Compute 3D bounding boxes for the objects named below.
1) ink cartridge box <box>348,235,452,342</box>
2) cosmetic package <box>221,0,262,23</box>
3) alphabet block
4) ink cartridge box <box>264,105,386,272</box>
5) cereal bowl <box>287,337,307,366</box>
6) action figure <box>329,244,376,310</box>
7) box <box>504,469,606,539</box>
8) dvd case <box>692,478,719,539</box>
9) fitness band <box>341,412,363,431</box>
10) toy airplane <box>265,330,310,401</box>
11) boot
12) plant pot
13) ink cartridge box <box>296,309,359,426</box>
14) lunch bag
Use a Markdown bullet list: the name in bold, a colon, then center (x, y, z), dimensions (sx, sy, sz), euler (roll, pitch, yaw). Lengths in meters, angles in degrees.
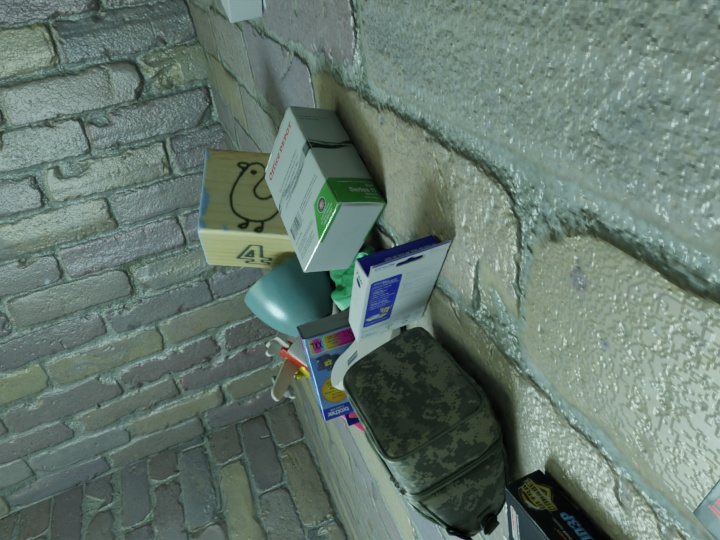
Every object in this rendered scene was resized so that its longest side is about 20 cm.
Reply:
- **ink cartridge box**: center (0.040, 0.017, 0.653), dimensions (0.201, 0.098, 0.040), euler (101, 148, -60)
- **cosmetic package**: center (-0.230, -0.574, 0.999), dimensions (0.200, 0.070, 0.103), euler (109, 140, -66)
- **alphabet block**: center (-0.232, -0.125, 1.177), dimensions (0.197, 0.196, 0.199), euler (116, 155, -70)
- **ink cartridge box**: center (-0.061, -0.122, 0.810), dimensions (0.147, 0.082, 0.202), euler (-57, 49, 43)
- **cereal bowl**: center (-0.058, 0.200, 1.174), dimensions (0.199, 0.084, 0.200), euler (35, 168, 8)
- **action figure**: center (0.000, 0.000, 0.867), dimensions (0.200, 0.054, 0.120), euler (-14, 93, 68)
- **box**: center (0.203, 0.318, 0.511), dimensions (0.159, 0.045, 0.203), euler (-134, 29, -59)
- **dvd case**: center (0.245, 0.154, 0.220), dimensions (0.201, 0.022, 0.148), euler (-124, 22, -44)
- **fitness band**: center (-0.025, 0.313, 1.217), dimensions (0.143, 0.038, 0.200), euler (40, 170, -8)
- **toy airplane**: center (-0.175, 0.250, 1.508), dimensions (0.201, 0.197, 0.142), euler (65, 151, 27)
- **boot**: center (0.033, 0.145, 0.906), dimensions (0.200, 0.089, 0.074), euler (-47, 33, 45)
- **plant pot**: center (-0.137, 0.067, 1.208), dimensions (0.136, 0.199, 0.200), euler (53, 162, 10)
- **ink cartridge box**: center (-0.026, 0.185, 1.013), dimensions (0.076, 0.134, 0.203), euler (-133, 28, -68)
- **lunch bag**: center (0.083, 0.196, 0.655), dimensions (0.169, 0.138, 0.200), euler (61, 172, -28)
